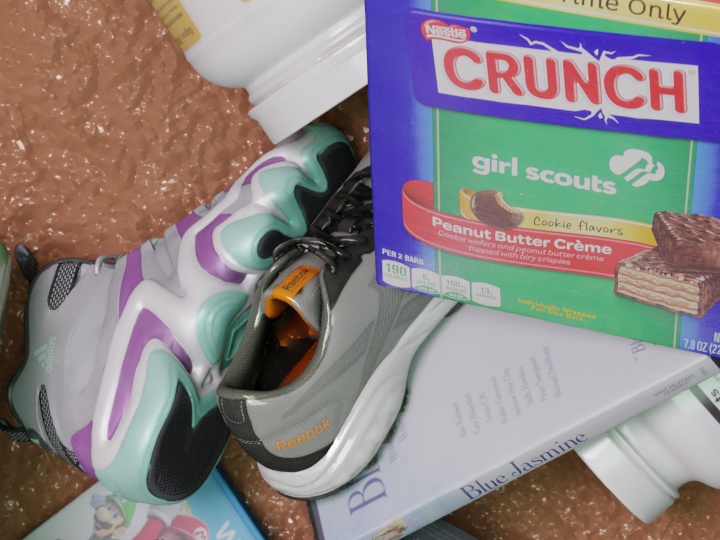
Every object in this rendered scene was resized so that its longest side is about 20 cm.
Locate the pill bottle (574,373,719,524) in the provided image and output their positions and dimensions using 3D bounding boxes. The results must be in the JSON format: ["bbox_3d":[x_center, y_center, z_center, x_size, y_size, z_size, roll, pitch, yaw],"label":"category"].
[{"bbox_3d":[0.179,0.020,1.278,0.200,0.112,0.113,-42,93,6],"label":"pill bottle"}]

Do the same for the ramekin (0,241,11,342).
[{"bbox_3d":[-0.215,0.067,1.258,0.097,0.200,0.201,9,96,-6],"label":"ramekin"}]

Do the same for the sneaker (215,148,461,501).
[{"bbox_3d":[0.000,0.000,1.258,0.074,0.079,0.201,9,64,39],"label":"sneaker"}]

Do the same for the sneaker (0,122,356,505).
[{"bbox_3d":[-0.098,0.002,1.308,0.140,0.078,0.200,18,63,32],"label":"sneaker"}]

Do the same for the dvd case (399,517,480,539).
[{"bbox_3d":[0.021,0.217,1.284,0.150,0.025,0.201,32,75,-26],"label":"dvd case"}]

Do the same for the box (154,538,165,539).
[{"bbox_3d":[-0.162,0.216,1.303,0.199,0.038,0.137,-17,76,11],"label":"box"}]

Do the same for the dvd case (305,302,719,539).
[{"bbox_3d":[0.054,0.032,1.266,0.200,0.018,0.143,-29,49,16],"label":"dvd case"}]

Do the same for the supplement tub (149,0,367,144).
[{"bbox_3d":[-0.043,-0.172,1.251,0.144,0.145,0.200,-33,94,5],"label":"supplement tub"}]

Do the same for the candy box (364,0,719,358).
[{"bbox_3d":[0.092,-0.067,1.144,0.168,0.077,0.200,12,139,13],"label":"candy box"}]

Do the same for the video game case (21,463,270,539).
[{"bbox_3d":[-0.122,0.186,1.328,0.200,0.018,0.143,-37,72,5],"label":"video game case"}]
